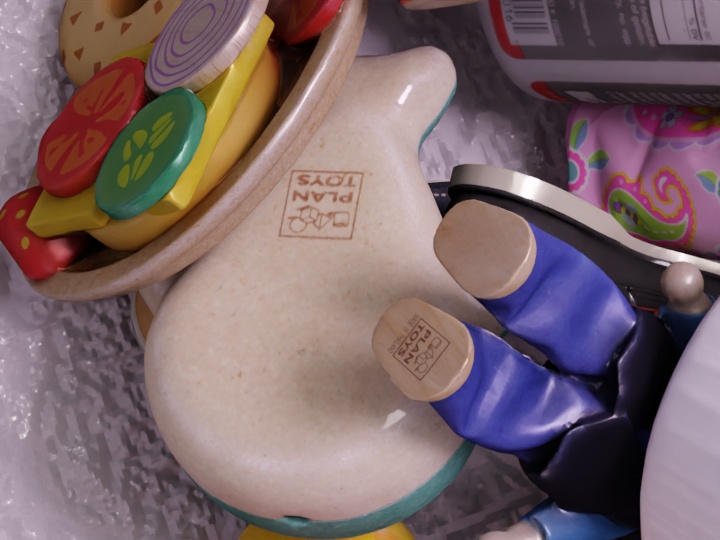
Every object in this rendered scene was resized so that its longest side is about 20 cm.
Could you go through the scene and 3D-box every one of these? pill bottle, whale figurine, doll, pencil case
[{"bbox_3d":[0.155,-0.124,0.887,0.113,0.199,0.115,-7,100,-47],"label":"pill bottle"},{"bbox_3d":[-0.008,0.009,0.835,0.158,0.104,0.201,1,61,12],"label":"whale figurine"},{"bbox_3d":[0.082,0.053,0.781,0.200,0.048,0.137,34,88,-45],"label":"doll"},{"bbox_3d":[0.179,-0.037,0.928,0.087,0.199,0.088,-7,100,-43],"label":"pencil case"}]

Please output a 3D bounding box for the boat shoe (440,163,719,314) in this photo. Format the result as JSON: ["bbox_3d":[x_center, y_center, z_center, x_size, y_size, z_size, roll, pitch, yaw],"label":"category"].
[{"bbox_3d":[0.117,0.016,0.924,0.200,0.074,0.064,20,78,-26],"label":"boat shoe"}]

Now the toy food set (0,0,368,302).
[{"bbox_3d":[-0.070,-0.077,0.834,0.049,0.197,0.201,39,62,-29],"label":"toy food set"}]

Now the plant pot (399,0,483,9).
[{"bbox_3d":[0.067,-0.195,0.777,0.199,0.200,0.179,-14,95,-27],"label":"plant pot"}]

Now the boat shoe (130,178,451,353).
[{"bbox_3d":[0.000,0.000,0.920,0.199,0.062,0.075,-12,79,-28],"label":"boat shoe"}]

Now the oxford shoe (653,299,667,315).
[{"bbox_3d":[0.169,0.091,0.906,0.200,0.071,0.073,40,101,-26],"label":"oxford shoe"}]

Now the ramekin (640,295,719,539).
[{"bbox_3d":[0.195,0.072,0.786,0.200,0.098,0.202,-20,123,-33],"label":"ramekin"}]

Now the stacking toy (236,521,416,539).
[{"bbox_3d":[-0.017,0.137,0.854,0.145,0.146,0.201,21,51,-18],"label":"stacking toy"}]

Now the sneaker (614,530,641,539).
[{"bbox_3d":[0.116,0.113,0.941,0.082,0.073,0.200,43,53,-4],"label":"sneaker"}]
